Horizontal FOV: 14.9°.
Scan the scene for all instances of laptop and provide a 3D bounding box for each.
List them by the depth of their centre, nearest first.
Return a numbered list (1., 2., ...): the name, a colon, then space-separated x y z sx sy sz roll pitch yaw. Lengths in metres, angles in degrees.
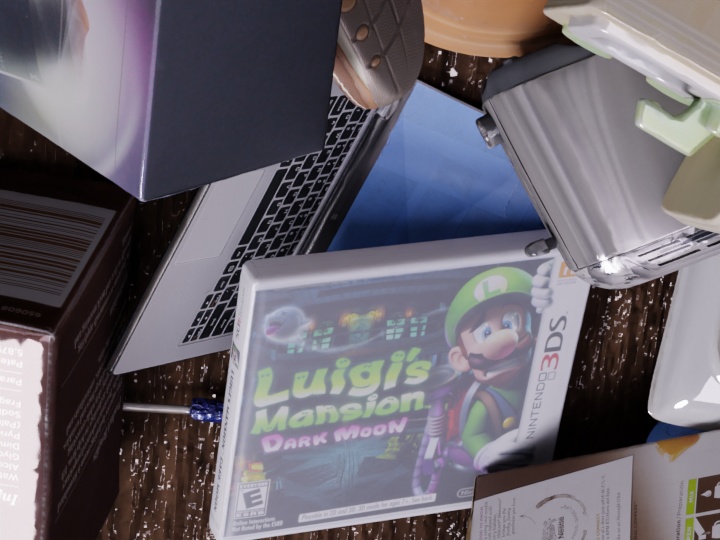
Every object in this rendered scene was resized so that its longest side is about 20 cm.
1. laptop: 0.000 0.000 1.460 0.116 0.200 0.187 40 117 24

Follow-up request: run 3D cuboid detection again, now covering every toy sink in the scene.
1. toy sink: 0.162 -0.132 1.271 0.112 0.130 0.200 29 91 -7

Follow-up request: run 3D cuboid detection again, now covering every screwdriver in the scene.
1. screwdriver: -0.112 0.076 1.548 0.200 0.028 0.029 6 147 -5

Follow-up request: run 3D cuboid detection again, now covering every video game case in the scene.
1. video game case: 0.022 0.063 1.498 0.200 0.023 0.182 -6 128 -20

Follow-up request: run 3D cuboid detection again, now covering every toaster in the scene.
1. toaster: 0.166 -0.072 1.396 0.200 0.114 0.129 -22 91 -2

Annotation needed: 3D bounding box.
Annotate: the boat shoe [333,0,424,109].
1. boat shoe: -0.035 -0.170 1.378 0.072 0.076 0.200 -25 93 42

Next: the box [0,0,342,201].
1. box: -0.112 -0.170 1.304 0.123 0.198 0.200 -19 128 -40

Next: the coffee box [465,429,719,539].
1. coffee box: 0.169 0.152 1.506 0.200 0.080 0.114 -13 145 33

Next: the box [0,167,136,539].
1. box: -0.219 0.064 1.449 0.164 0.166 0.200 10 118 6

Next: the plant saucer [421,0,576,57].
1. plant saucer: 0.075 -0.199 1.402 0.200 0.032 0.201 0 118 0

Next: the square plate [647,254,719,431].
1. square plate: 0.269 0.003 1.460 0.200 0.028 0.198 12 94 2

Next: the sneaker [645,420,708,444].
1. sneaker: 0.232 0.039 1.518 0.200 0.066 0.078 -33 107 14
